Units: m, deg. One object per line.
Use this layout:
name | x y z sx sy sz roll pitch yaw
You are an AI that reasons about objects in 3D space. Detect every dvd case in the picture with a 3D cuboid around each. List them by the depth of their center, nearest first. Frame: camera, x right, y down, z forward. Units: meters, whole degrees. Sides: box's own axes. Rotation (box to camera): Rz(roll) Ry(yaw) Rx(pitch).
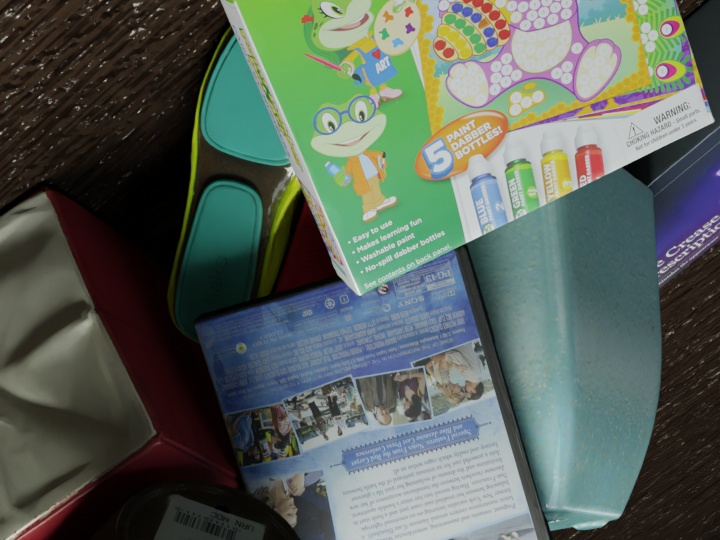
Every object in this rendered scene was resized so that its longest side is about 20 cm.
dvd case | 0.012 0.099 0.829 0.142 0.200 0.018 -16 -174 6

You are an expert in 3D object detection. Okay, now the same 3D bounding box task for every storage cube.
storage cube | -0.161 0.092 0.894 0.200 0.171 0.180 -34 150 9

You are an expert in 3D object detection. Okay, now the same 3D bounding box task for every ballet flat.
ballet flat | -0.055 -0.057 0.852 0.067 0.067 0.200 -57 165 -72

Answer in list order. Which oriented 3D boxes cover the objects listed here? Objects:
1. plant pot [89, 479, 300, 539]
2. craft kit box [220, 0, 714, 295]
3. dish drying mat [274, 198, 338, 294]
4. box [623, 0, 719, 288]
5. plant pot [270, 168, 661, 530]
plant pot | -0.099 0.206 0.801 0.187 0.187 0.200 -5 128 -38
craft kit box | 0.047 -0.118 0.771 0.200 0.049 0.198 -27 110 -7
dish drying mat | 0.000 0.000 0.847 0.018 0.077 0.200 5 103 -84
box | 0.217 -0.082 1.067 0.200 0.079 0.141 -41 147 20
plant pot | 0.063 0.051 0.928 0.196 0.200 0.196 -14 163 24
